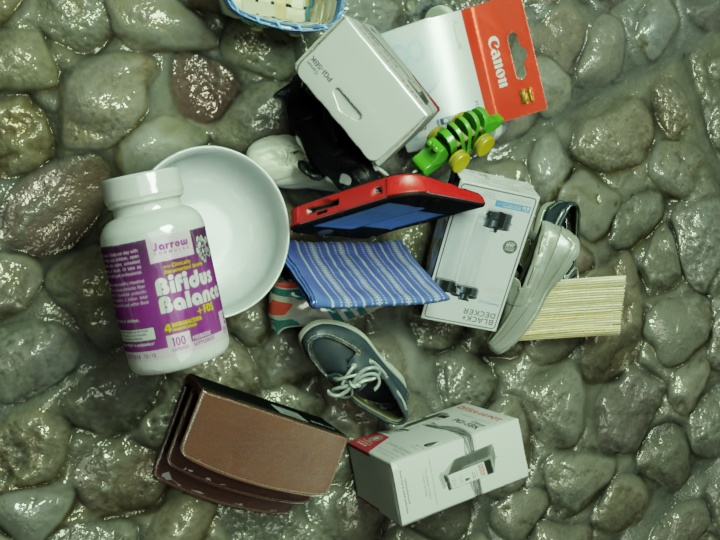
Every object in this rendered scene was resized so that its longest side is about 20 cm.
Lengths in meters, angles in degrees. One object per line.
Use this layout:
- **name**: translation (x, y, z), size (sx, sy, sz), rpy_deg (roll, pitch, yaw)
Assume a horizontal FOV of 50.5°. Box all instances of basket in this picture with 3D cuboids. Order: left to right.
- **basket**: translation (-0.081, -0.356, 0.899), size (0.173, 0.199, 0.142), rpy_deg (0, 91, -22)

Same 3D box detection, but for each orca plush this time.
- **orca plush**: translation (-0.035, -0.183, 0.944), size (0.103, 0.071, 0.203), rpy_deg (-11, 62, -19)

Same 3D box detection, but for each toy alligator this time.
- **toy alligator**: translation (0.106, -0.158, 0.975), size (0.198, 0.055, 0.060), rpy_deg (-33, 63, -14)

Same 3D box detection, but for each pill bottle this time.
- **pill bottle**: translation (-0.211, -0.002, 0.811), size (0.110, 0.112, 0.204), rpy_deg (-15, 98, -22)

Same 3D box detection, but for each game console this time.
- **game console**: translation (0.030, -0.071, 0.933), size (0.175, 0.197, 0.032), rpy_deg (9, 73, -51)

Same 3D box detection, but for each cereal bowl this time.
- **cereal bowl**: translation (-0.188, -0.045, 0.926), size (0.196, 0.083, 0.205), rpy_deg (-1, 92, -23)

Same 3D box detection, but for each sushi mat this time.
- **sushi mat**: translation (0.294, 0.058, 1.130), size (0.196, 0.012, 0.098), rpy_deg (-4, 109, -2)

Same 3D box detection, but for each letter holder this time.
- **letter holder**: translation (-0.139, 0.234, 0.947), size (0.197, 0.100, 0.145), rpy_deg (23, 84, -23)

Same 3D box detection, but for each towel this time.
- **towel**: translation (0.000, 0.000, 0.978), size (0.196, 0.145, 0.024), rpy_deg (-2, 123, -28)

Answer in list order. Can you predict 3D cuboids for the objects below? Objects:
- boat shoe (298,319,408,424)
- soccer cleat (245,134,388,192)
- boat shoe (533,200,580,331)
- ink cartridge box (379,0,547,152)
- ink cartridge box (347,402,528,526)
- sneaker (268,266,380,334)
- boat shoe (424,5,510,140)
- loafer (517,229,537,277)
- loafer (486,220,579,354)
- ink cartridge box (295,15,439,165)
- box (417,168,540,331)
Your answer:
- **boat shoe**: translation (-0.004, 0.137, 0.992), size (0.074, 0.062, 0.200), rpy_deg (-33, 127, 13)
- **soccer cleat**: translation (-0.049, -0.134, 0.988), size (0.196, 0.077, 0.071), rpy_deg (11, 87, -23)
- **boat shoe**: translation (0.296, -0.004, 1.153), size (0.074, 0.062, 0.204), rpy_deg (14, 86, -25)
- **ink cartridge box**: translation (0.135, -0.263, 1.022), size (0.196, 0.047, 0.163), rpy_deg (-14, 100, 18)
- **ink cartridge box**: translation (0.102, 0.253, 1.029), size (0.197, 0.146, 0.085), rpy_deg (-13, 95, -24)
- **sneaker**: translation (-0.032, 0.046, 1.015), size (0.196, 0.070, 0.095), rpy_deg (1, 108, -26)
- **boat shoe**: translation (0.154, -0.281, 1.088), size (0.071, 0.069, 0.204), rpy_deg (-34, 101, -43)
- **loafer**: translation (0.181, -0.050, 1.090), size (0.198, 0.075, 0.071), rpy_deg (26, 68, -22)
- **loafer**: translation (0.230, 0.024, 1.077), size (0.069, 0.070, 0.202), rpy_deg (30, 102, -1)
- **ink cartridge box**: translation (0.017, -0.218, 0.923), size (0.083, 0.200, 0.147), rpy_deg (-40, 95, 16)
- **box**: translation (0.155, -0.026, 1.036), size (0.114, 0.060, 0.203), rpy_deg (11, 113, -10)
